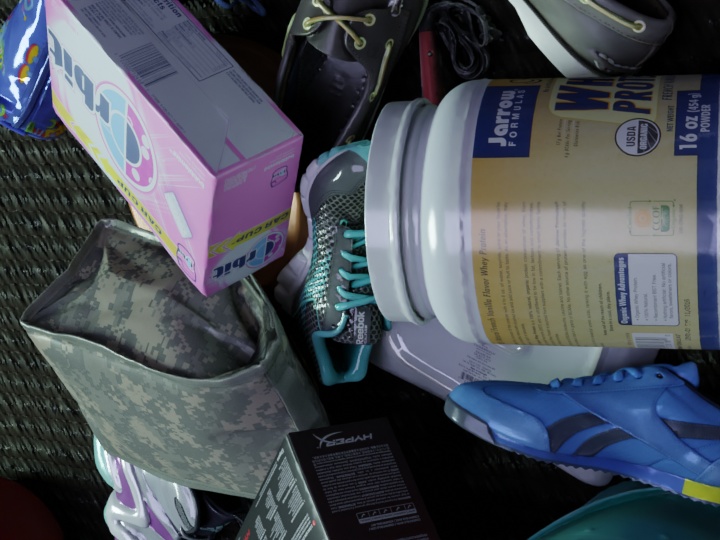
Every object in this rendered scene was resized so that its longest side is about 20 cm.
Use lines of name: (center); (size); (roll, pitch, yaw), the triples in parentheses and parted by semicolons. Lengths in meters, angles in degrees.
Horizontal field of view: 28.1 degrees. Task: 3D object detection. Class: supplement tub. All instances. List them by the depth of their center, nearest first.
supplement tub: (0.112, -0.031, 0.770); (0.199, 0.144, 0.145); (1, 109, 15)

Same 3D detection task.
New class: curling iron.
curling iron: (0.056, -0.067, 0.864); (0.049, 0.025, 0.201); (2, 89, 35)

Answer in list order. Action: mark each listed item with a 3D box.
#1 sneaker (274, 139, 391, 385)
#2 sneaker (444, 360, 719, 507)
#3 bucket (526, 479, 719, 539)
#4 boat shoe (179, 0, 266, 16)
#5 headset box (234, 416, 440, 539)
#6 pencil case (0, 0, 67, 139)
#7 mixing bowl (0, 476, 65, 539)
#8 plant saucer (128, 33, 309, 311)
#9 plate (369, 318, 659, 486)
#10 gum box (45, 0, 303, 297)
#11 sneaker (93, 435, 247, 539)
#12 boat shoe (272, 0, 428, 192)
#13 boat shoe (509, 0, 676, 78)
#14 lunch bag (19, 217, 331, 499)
sneaker: (0.000, 0.000, 0.896); (0.200, 0.077, 0.092); (105, 153, -54)
sneaker: (0.151, 0.081, 0.846); (0.199, 0.066, 0.079); (13, 99, 7)
bucket: (0.172, 0.231, 0.864); (0.206, 0.135, 0.208); (14, 116, 30)
boat shoe: (-0.069, -0.200, 0.900); (0.199, 0.084, 0.069); (-22, 92, 40)
headset box: (-0.001, 0.216, 0.883); (0.201, 0.075, 0.149); (65, 148, 32)
pencil case: (-0.206, -0.180, 1.002); (0.078, 0.087, 0.200); (26, 128, -15)
mixing bowl: (-0.322, 0.252, 1.233); (0.199, 0.108, 0.201); (14, 116, 31)
plant saucer: (-0.095, -0.062, 1.001); (0.199, 0.037, 0.201); (14, 116, 30)
plate: (0.093, 0.018, 0.904); (0.199, 0.032, 0.201); (28, 121, 23)
gum box: (-0.125, -0.098, 0.904); (0.200, 0.066, 0.114); (48, 149, 24)
sneaker: (-0.129, 0.201, 1.098); (0.139, 0.078, 0.201); (2, 109, 35)
boat shoe: (-0.008, -0.137, 0.860); (0.071, 0.061, 0.202); (23, 125, 8)
boat shoe: (0.092, -0.189, 0.800); (0.202, 0.072, 0.060); (47, 131, 2)
lunch bag: (-0.104, 0.071, 0.978); (0.199, 0.118, 0.164); (17, 147, 30)
